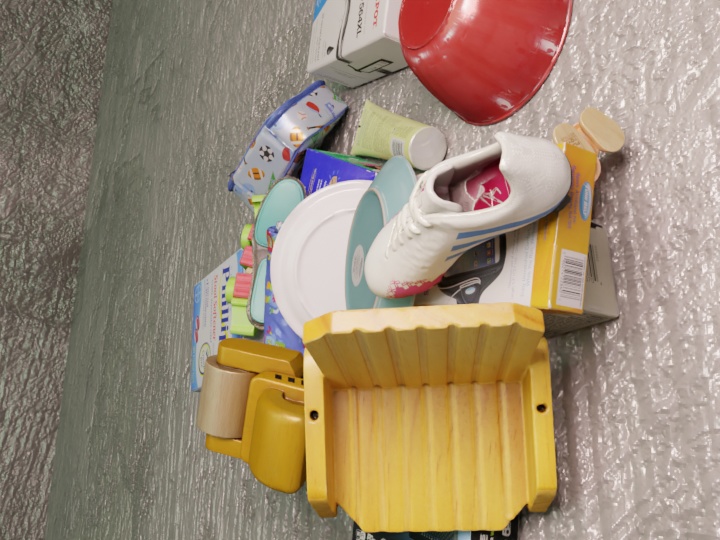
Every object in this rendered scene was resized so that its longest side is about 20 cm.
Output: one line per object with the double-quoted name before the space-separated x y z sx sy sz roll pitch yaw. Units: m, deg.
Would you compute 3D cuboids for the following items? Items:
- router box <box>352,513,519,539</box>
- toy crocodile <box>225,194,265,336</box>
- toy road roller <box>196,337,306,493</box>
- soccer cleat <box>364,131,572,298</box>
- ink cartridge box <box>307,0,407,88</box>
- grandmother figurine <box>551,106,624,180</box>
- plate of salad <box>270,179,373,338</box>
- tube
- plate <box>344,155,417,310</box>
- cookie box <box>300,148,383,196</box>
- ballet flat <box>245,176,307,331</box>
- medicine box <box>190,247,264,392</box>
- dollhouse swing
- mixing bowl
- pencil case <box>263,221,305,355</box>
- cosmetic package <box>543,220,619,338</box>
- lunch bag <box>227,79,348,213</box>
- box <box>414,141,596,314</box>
"router box" 0.071 0.220 0.732 0.200 0.062 0.151 -11 71 57
"toy crocodile" -0.146 -0.008 1.016 0.062 0.067 0.201 57 -135 -72
"toy road roller" -0.094 0.159 0.781 0.146 0.199 0.123 -24 -55 -75
"soccer cleat" 0.055 -0.040 0.527 0.200 0.086 0.070 -33 58 40
"ink cartridge box" 0.018 -0.339 0.956 0.200 0.084 0.147 -1 81 59
"grandmother figurine" 0.146 -0.068 0.669 0.061 0.121 0.200 62 154 10
"plate of salad" 0.000 0.000 0.813 0.048 0.199 0.201 -78 4 -82
"tube" 0.038 -0.169 0.916 0.058 0.052 0.200 -37 29 -10
"plate" 0.013 -0.009 0.688 0.200 0.025 0.201 -175 90 -74
"cookie box" -0.016 -0.057 0.937 0.200 0.075 0.172 32 112 56
"ballet flat" -0.110 -0.020 0.955 0.075 0.068 0.201 93 -174 -85
"medicine box" -0.181 0.086 1.137 0.200 0.103 0.183 -31 56 52
"dollhouse swing" 0.052 0.124 0.562 0.176 0.199 0.183 55 -148 -82
"mixing bowl" 0.110 -0.263 0.766 0.200 0.108 0.201 -21 65 55
"pencil case" -0.075 0.039 0.876 0.087 0.078 0.201 15 105 51
"cosmetic package" 0.121 0.020 0.673 0.200 0.103 0.088 -28 57 50
"lunch bag" -0.108 -0.181 1.072 0.200 0.076 0.160 -44 6 42
"box" 0.098 -0.027 0.594 0.200 0.041 0.120 -2 79 60
